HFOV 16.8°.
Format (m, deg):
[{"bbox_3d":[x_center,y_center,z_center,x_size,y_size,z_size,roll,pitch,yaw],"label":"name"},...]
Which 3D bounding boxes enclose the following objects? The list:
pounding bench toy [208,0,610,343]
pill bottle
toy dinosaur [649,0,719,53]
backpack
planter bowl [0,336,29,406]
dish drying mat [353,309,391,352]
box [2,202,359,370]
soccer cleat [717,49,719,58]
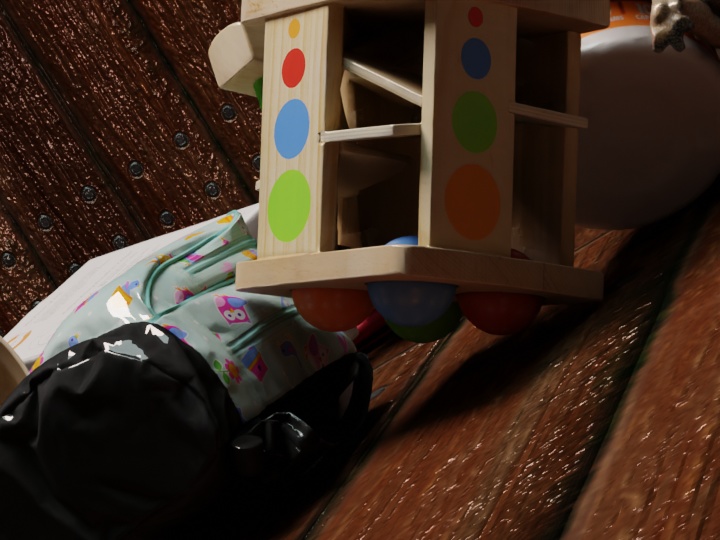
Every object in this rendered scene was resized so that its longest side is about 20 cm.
[{"bbox_3d":[0.004,-0.046,1.146,0.124,0.157,0.199,7,-8,-39],"label":"pounding bench toy"},{"bbox_3d":[0.117,-0.123,1.253,0.114,0.114,0.201,-31,36,15],"label":"pill bottle"},{"bbox_3d":[0.199,-0.131,1.148,0.198,0.087,0.136,13,11,7],"label":"toy dinosaur"},{"bbox_3d":[-0.083,0.057,1.162,0.166,0.127,0.200,-33,1,31],"label":"backpack"},{"bbox_3d":[-0.269,0.132,1.382,0.200,0.200,0.135,-34,-22,-18],"label":"planter bowl"},{"bbox_3d":[0.006,0.032,1.459,0.199,0.018,0.077,-34,7,-3],"label":"dish drying mat"},{"bbox_3d":[-0.119,0.049,1.418,0.199,0.098,0.124,-15,24,52],"label":"box"},{"bbox_3d":[0.155,-0.139,1.556,0.198,0.069,0.085,2,7,-14],"label":"soccer cleat"}]
